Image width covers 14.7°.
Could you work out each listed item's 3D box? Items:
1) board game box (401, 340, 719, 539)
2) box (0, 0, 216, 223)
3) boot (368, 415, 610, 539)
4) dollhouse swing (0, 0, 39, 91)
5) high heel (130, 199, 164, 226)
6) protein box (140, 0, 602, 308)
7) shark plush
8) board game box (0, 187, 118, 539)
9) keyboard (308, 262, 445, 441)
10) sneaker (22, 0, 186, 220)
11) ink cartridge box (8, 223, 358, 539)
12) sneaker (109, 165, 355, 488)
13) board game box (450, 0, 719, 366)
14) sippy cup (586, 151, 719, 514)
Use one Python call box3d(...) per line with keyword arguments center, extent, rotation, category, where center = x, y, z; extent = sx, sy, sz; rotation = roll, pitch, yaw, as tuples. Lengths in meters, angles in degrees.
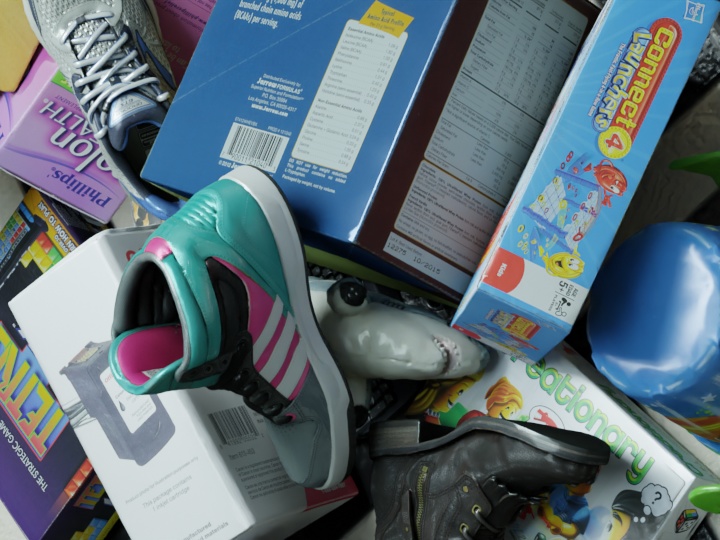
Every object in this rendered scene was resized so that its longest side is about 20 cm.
box3d(center=(0.109, 0.117, 1.640), extent=(0.200, 0.035, 0.126), rotation=(43, 106, 39), category="board game box")
box3d(center=(-0.165, -0.167, 1.870), extent=(0.200, 0.097, 0.176), rotation=(-53, 28, 18), category="box")
box3d(center=(0.063, 0.174, 1.602), extent=(0.200, 0.069, 0.174), rotation=(-6, 76, 51), category="boot")
box3d(center=(-0.321, -0.173, 1.873), extent=(0.176, 0.182, 0.200), rotation=(-44, 28, -1), category="dollhouse swing")
box3d(center=(-0.083, -0.072, 1.827), extent=(0.143, 0.071, 0.200), rotation=(-35, 49, 36), category="high heel")
box3d(center=(0.009, -0.105, 1.696), extent=(0.198, 0.135, 0.200), rotation=(17, 82, 44), category="protein box")
box3d(center=(-0.005, 0.037, 1.710), extent=(0.200, 0.083, 0.091), rotation=(9, 109, 61), category="shark plush")
box3d(center=(-0.204, 0.067, 1.899), extent=(0.165, 0.057, 0.200), rotation=(-53, 51, 15), category="board game box")
box3d(center=(0.000, 0.000, 1.775), extent=(0.127, 0.021, 0.200), rotation=(-40, 57, 26), category="keyboard")
box3d(center=(-0.146, -0.117, 1.743), extent=(0.077, 0.200, 0.085), rotation=(-28, 22, 2), category="sneaker")
box3d(center=(-0.107, 0.077, 1.712), extent=(0.084, 0.145, 0.200), rotation=(-33, 79, 24), category="ink cartridge box")
box3d(center=(-0.079, 0.054, 1.595), extent=(0.084, 0.121, 0.200), rotation=(12, 124, 54), category="sneaker")
box3d(center=(0.122, -0.054, 1.553), extent=(0.056, 0.200, 0.196), rotation=(25, 83, 1), category="board game box")
box3d(center=(0.195, 0.032, 1.524), extent=(0.140, 0.130, 0.178), rotation=(-49, 52, 19), category="sippy cup")
